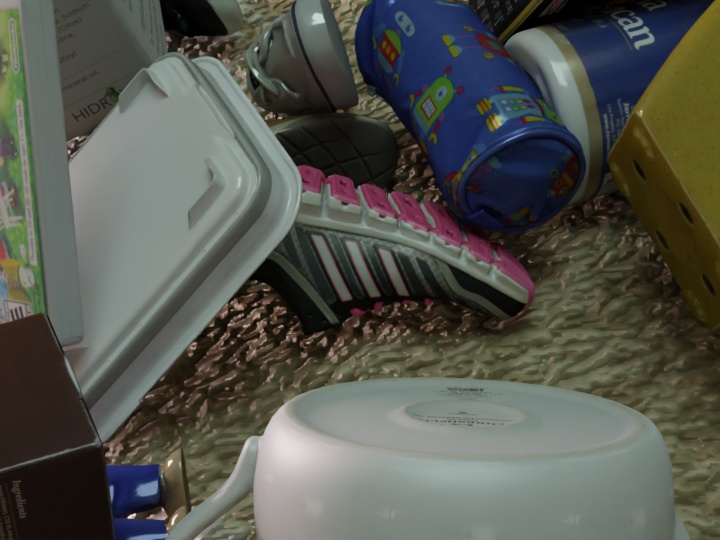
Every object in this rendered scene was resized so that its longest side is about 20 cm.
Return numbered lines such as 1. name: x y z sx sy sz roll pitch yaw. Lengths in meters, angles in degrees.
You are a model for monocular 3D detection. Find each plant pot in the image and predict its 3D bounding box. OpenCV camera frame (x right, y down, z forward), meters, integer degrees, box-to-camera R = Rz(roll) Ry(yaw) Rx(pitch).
1. plant pot: 0.247 -0.070 0.832 0.199 0.196 0.195 -29 81 -3

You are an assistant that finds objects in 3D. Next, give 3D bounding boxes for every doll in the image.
1. doll: -0.182 0.137 0.761 0.198 0.049 0.137 -7 40 -4

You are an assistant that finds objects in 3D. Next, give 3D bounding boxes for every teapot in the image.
1. teapot: 0.040 0.133 0.685 0.196 0.147 0.199 -4 10 -41

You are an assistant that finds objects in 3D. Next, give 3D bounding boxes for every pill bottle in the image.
1. pill bottle: 0.196 -0.118 0.983 0.199 0.112 0.111 -16 42 -14

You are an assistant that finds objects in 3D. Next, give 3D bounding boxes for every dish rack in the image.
1. dish rack: -0.132 -0.020 0.856 0.200 0.043 0.172 -47 44 11

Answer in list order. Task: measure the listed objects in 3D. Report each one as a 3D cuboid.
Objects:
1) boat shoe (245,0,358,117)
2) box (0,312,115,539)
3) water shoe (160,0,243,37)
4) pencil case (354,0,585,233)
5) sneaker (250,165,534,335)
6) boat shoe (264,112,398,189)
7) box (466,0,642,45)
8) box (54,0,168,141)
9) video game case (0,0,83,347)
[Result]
1. boat shoe: -0.042 -0.130 0.989 0.065 0.072 0.200 -18 5 -1
2. box: -0.223 0.098 0.713 0.199 0.075 0.100 -16 42 -17
3. water shoe: -0.173 -0.195 1.150 0.199 0.072 0.079 23 69 32
4. pencil case: 0.058 -0.102 0.944 0.078 0.087 0.200 27 22 -39
5. sneaker: 0.000 0.000 0.896 0.199 0.088 0.074 17 16 -9
6. boat shoe: -0.073 -0.065 0.972 0.199 0.076 0.072 -12 31 -20
7. box: 0.162 -0.189 1.021 0.159 0.200 0.050 -16 85 -12
8. box: -0.252 -0.189 1.010 0.199 0.172 0.200 -24 42 8
9. video game case: -0.218 -0.067 0.838 0.181 0.202 0.022 7 15 44
